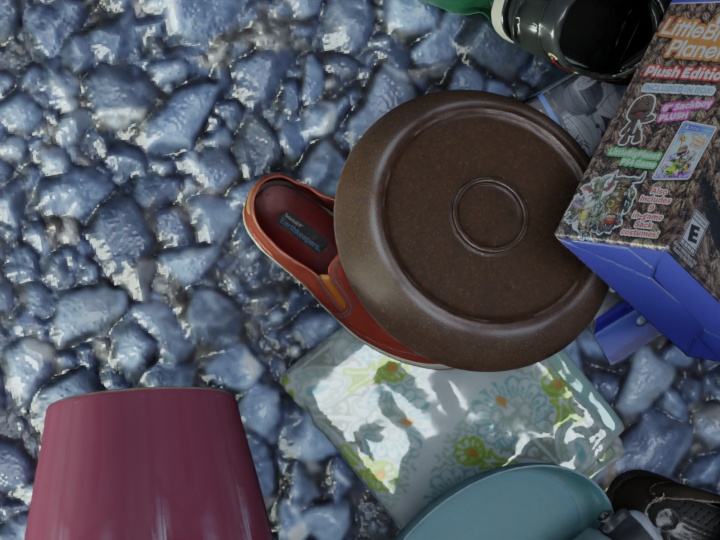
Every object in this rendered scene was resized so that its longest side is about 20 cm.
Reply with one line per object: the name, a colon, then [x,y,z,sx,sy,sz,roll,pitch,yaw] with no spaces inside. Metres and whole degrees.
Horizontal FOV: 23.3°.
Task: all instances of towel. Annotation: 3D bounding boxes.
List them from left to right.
towel: [0.069,0.100,1.231,0.171,0.048,0.200,-39,95,-4]

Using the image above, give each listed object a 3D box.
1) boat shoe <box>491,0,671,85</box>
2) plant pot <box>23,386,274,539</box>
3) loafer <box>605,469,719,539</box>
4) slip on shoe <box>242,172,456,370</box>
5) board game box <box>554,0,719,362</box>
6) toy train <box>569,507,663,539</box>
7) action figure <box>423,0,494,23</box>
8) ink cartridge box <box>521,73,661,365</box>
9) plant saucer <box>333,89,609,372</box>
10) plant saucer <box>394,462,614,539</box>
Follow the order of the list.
boat shoe: [0.177,-0.157,1.168,0.201,0.063,0.074,5,110,-44]
plant pot: [-0.140,0.175,1.152,0.199,0.200,0.179,-3,77,-6]
loafer: [0.271,0.201,1.243,0.200,0.071,0.073,16,91,-6]
slip on shoe: [0.000,0.000,1.186,0.200,0.061,0.074,37,83,12]
board game box: [0.244,-0.061,1.125,0.159,0.097,0.200,38,72,-35]
toy train: [0.140,0.249,1.182,0.200,0.085,0.114,-35,105,-10]
action figure: [0.118,-0.210,1.224,0.200,0.055,0.118,26,87,-10]
ink cartridge box: [0.174,-0.040,1.241,0.099,0.039,0.200,-32,96,-5]
plant saucer: [0.083,-0.033,1.167,0.200,0.034,0.201,4,72,-13]
plant saucer: [0.087,0.211,1.204,0.200,0.027,0.201,-15,125,-22]
